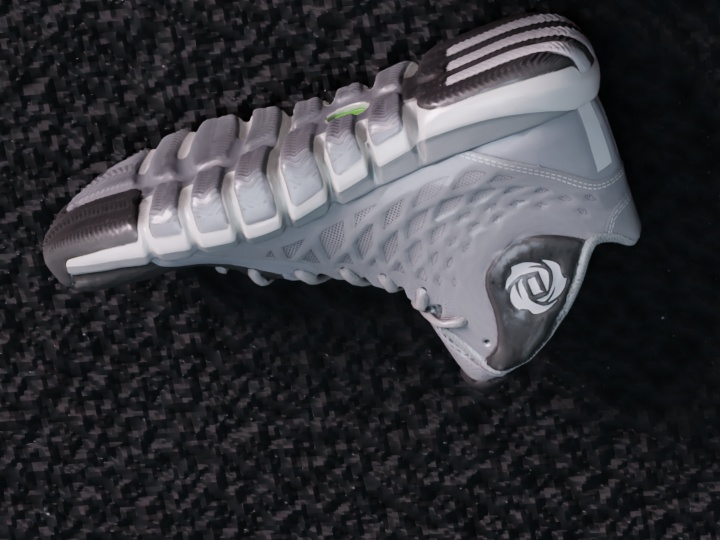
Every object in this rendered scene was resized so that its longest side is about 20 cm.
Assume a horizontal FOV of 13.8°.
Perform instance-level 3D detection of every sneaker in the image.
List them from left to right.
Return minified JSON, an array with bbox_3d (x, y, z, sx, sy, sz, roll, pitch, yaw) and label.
[{"bbox_3d":[0.000,0.000,0.988,0.200,0.075,0.116,-18,114,18],"label":"sneaker"}]
